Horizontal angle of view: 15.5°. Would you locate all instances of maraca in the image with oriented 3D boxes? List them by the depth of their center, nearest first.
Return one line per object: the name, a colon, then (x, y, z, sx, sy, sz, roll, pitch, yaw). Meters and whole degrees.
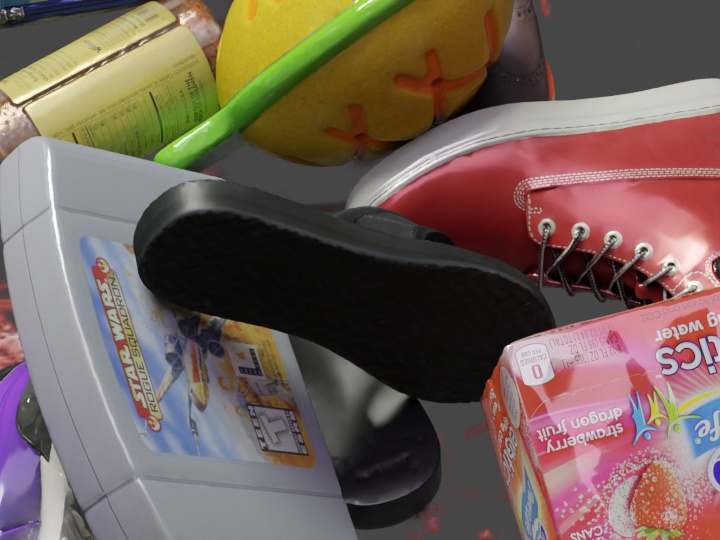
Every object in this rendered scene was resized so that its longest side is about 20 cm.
maraca: (-0.016, -0.093, 1.175, 0.200, 0.137, 0.107, -34, 86, 15)

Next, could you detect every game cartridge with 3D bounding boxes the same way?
game cartridge: (-0.076, 0.041, 1.058, 0.041, 0.133, 0.201, -32, 65, 26)

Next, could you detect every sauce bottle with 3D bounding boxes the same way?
sauce bottle: (-0.151, -0.060, 1.216, 0.199, 0.066, 0.066, -29, 52, -19)

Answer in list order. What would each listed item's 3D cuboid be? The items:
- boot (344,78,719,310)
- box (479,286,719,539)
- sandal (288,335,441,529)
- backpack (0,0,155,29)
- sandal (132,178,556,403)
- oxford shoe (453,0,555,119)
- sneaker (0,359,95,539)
boot: (0.101, -0.002, 1.141, 0.199, 0.073, 0.145, -13, 50, -10)
box: (0.156, 0.061, 1.043, 0.199, 0.096, 0.100, -15, 76, -7)
sandal: (-0.026, 0.024, 1.144, 0.076, 0.043, 0.200, -27, 52, -18)
backpack: (-0.135, -0.209, 1.274, 0.199, 0.148, 0.183, -10, 29, 8)
sandal: (0.000, -0.001, 1.078, 0.200, 0.075, 0.048, 22, 38, -31)
oxford shoe: (0.048, -0.129, 1.251, 0.071, 0.073, 0.201, -10, 49, -4)
sneaker: (-0.151, 0.124, 1.061, 0.099, 0.070, 0.201, -3, 55, 29)
